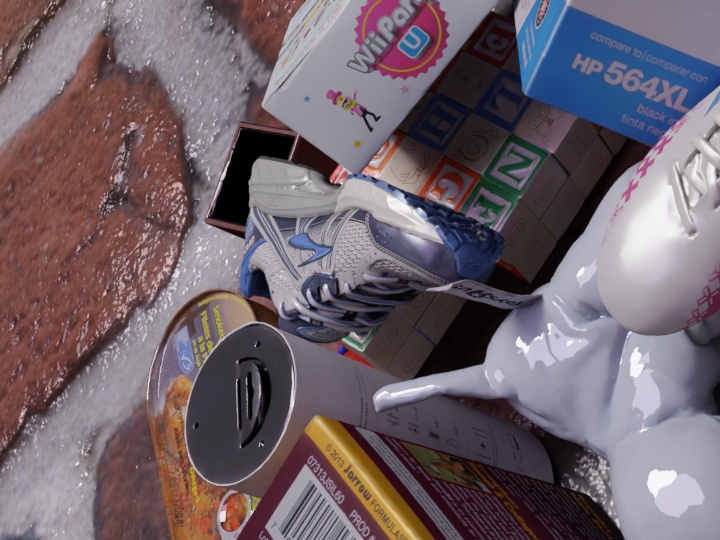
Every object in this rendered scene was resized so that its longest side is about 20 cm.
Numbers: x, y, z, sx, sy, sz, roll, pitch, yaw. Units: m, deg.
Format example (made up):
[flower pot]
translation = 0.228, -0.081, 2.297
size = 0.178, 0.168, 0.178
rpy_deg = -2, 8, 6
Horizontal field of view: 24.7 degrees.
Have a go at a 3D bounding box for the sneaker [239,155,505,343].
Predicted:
[sneaker]
translation = 0.000, 0.000, 0.821
size = 0.200, 0.077, 0.086
rpy_deg = 15, 85, 60

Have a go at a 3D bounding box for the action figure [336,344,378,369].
[action figure]
translation = 0.019, 0.014, 0.970
size = 0.065, 0.052, 0.201
rpy_deg = -12, 58, 48

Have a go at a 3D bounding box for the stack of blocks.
[stack of blocks]
translation = 0.049, -0.040, 0.908
size = 0.115, 0.059, 0.201
rpy_deg = 31, 84, 36

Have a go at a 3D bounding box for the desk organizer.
[desk organizer]
translation = -0.021, -0.106, 1.044
size = 0.071, 0.077, 0.201
rpy_deg = 14, 83, 48

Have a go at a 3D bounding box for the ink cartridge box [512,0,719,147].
[ink cartridge box]
translation = 0.144, -0.174, 0.722
size = 0.146, 0.084, 0.201
rpy_deg = -81, 14, -63

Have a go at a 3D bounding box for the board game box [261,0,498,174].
[board game box]
translation = 0.022, -0.151, 0.882
size = 0.148, 0.064, 0.200
rpy_deg = -50, 10, 18

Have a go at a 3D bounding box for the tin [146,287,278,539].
[tin]
translation = -0.081, 0.104, 1.046
size = 0.112, 0.042, 0.201
rpy_deg = -42, 47, 31

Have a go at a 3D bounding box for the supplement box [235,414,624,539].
[supplement box]
translation = 0.052, 0.150, 0.761
size = 0.086, 0.199, 0.110
rpy_deg = -57, 42, 13

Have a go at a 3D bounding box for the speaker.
[speaker]
translation = 0.009, 0.092, 0.832
size = 0.081, 0.199, 0.082
rpy_deg = -22, 58, 39

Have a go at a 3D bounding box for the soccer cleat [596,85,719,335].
[soccer cleat]
translation = 0.161, -0.061, 0.647
size = 0.200, 0.086, 0.070
rpy_deg = -48, 66, 6

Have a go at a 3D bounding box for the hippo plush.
[hippo plush]
translation = 0.147, 0.054, 0.728
size = 0.161, 0.199, 0.160
rpy_deg = 58, 137, 34
